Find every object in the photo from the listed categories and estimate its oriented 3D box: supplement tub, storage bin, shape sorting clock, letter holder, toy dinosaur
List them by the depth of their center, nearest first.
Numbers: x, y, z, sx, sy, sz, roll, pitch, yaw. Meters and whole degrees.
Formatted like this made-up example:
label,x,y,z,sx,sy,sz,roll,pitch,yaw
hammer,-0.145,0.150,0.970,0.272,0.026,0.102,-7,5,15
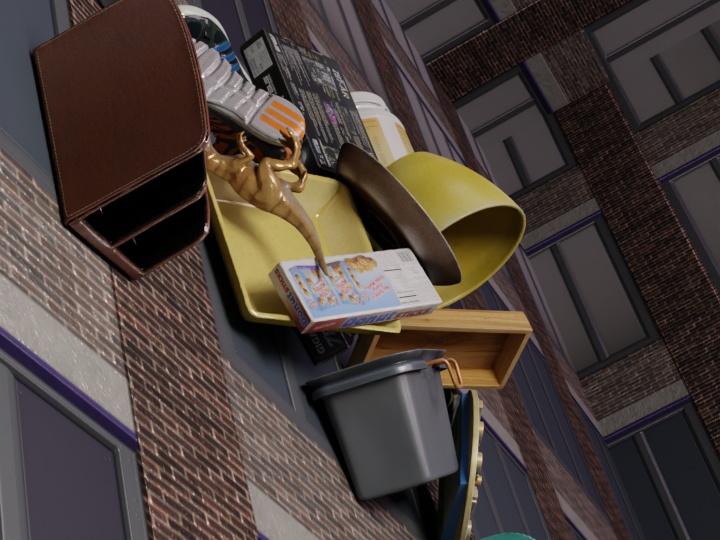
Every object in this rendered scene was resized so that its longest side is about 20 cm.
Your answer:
label,x,y,z,sx,sy,sz,roll,pitch,yaw
letter holder,-0.174,-0.122,1.193,0.101,0.141,0.201,46,19,-51
toy dinosaur,-0.087,-0.078,1.447,0.199,0.106,0.061,38,-30,5
storage bin,0.045,0.163,1.537,0.200,0.144,0.136,11,62,-75
shape sorting clock,0.120,0.238,1.662,0.200,0.039,0.202,-170,-90,-86
supplement tub,0.010,-0.131,1.987,0.144,0.144,0.201,43,23,-57

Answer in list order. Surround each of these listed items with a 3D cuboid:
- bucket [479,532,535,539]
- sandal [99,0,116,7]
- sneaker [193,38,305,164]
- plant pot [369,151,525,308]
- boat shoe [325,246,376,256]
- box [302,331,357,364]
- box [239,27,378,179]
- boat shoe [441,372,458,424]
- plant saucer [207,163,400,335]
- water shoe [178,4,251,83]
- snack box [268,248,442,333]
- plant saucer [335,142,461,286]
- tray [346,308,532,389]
label,x,y,z,sx,sy,sz,roll,pitch,yaw
bucket,0.140,0.356,1.341,0.135,0.207,0.208,48,16,-22
sandal,-0.243,-0.314,1.569,0.076,0.043,0.200,59,12,-16
sneaker,-0.157,-0.161,1.534,0.199,0.112,0.078,36,51,7
plant pot,0.086,-0.063,1.812,0.142,0.200,0.200,55,8,27
boat shoe,0.000,0.000,1.635,0.067,0.070,0.200,66,20,8
box,-0.062,-0.011,1.647,0.201,0.049,0.199,61,13,-7
box,-0.053,-0.181,1.738,0.160,0.043,0.201,13,49,-56
boat shoe,0.086,0.158,1.737,0.072,0.060,0.202,53,32,-15
plant saucer,-0.072,-0.014,1.473,0.199,0.048,0.201,9,48,-40
water shoe,-0.164,-0.220,1.618,0.200,0.071,0.079,46,18,-55
snack box,-0.002,0.018,1.449,0.199,0.024,0.072,-7,60,-48
plant saucer,0.035,-0.054,1.592,0.200,0.032,0.200,48,-8,9
tray,0.092,0.090,1.682,0.198,0.099,0.037,2,40,-25
